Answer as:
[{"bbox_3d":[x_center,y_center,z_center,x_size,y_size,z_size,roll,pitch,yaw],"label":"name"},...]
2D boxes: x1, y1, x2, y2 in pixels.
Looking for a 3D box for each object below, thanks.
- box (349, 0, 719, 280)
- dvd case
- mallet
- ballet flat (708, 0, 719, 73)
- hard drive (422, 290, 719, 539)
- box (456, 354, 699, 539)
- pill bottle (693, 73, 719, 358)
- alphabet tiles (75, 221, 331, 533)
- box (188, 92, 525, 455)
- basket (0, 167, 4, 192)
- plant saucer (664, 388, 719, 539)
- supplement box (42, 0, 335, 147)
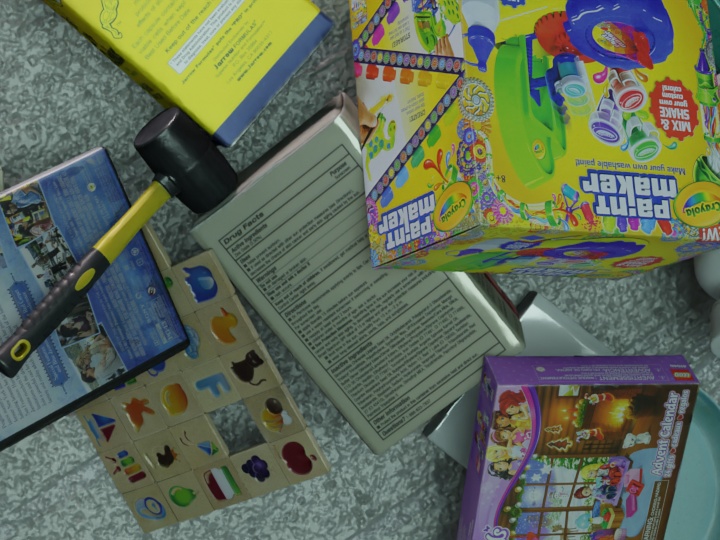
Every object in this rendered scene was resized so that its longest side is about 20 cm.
[{"bbox_3d":[0.113,-0.101,1.030,0.200,0.122,0.193,2,77,-32],"label":"box"},{"bbox_3d":[-0.215,0.028,1.006,0.200,0.018,0.143,-29,106,-27],"label":"dvd case"},{"bbox_3d":[-0.160,-0.021,1.003,0.200,0.041,0.066,-44,113,-27],"label":"mallet"},{"bbox_3d":[0.241,-0.224,1.174,0.065,0.071,0.200,-43,105,-33],"label":"ballet flat"},{"bbox_3d":[0.162,0.127,1.197,0.200,0.027,0.132,38,87,-12],"label":"hard drive"},{"bbox_3d":[0.139,0.150,1.097,0.137,0.039,0.200,0,119,-11],"label":"box"},{"bbox_3d":[0.289,-0.037,1.132,0.111,0.111,0.200,14,68,-12],"label":"pill bottle"},{"bbox_3d":[-0.131,0.071,1.094,0.167,0.008,0.200,-22,101,31],"label":"alphabet tiles"},{"bbox_3d":[0.000,0.000,1.102,0.128,0.109,0.200,-37,100,10],"label":"box"},{"bbox_3d":[-0.325,-0.010,1.035,0.200,0.139,0.176,-5,95,-19],"label":"basket"},{"bbox_3d":[0.182,0.164,1.178,0.200,0.027,0.200,-1,95,-10],"label":"plant saucer"},{"bbox_3d":[-0.132,-0.184,1.074,0.200,0.109,0.110,41,86,-11],"label":"supplement box"}]
